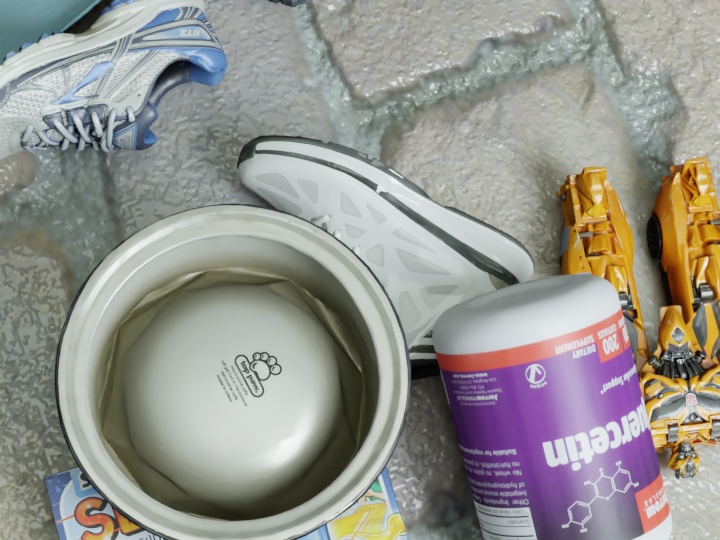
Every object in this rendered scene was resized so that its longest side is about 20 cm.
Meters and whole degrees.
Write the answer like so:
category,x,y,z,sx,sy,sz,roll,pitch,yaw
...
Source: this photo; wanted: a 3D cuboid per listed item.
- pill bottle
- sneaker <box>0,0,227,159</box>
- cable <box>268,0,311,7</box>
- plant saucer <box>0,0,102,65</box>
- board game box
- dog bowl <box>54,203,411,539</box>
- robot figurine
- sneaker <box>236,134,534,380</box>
category,x,y,z,sx,sy,sz,roll,pitch,yaw
pill bottle,0.117,0.109,0.975,0.112,0.112,0.200,-16,96,-12
sneaker,-0.170,-0.108,1.041,0.200,0.077,0.085,-34,84,-15
cable,-0.079,-0.277,1.115,0.200,0.051,0.163,29,73,3
plant saucer,-0.199,-0.185,1.063,0.200,0.019,0.070,-39,81,-1
board game box,-0.075,0.162,0.990,0.200,0.034,0.136,-15,76,-11
dog bowl,-0.074,0.067,0.960,0.200,0.074,0.201,2,73,-5
robot figurine,0.191,0.031,1.051,0.145,0.058,0.200,-6,74,-8
sneaker,0.000,0.000,1.028,0.200,0.076,0.116,26,70,-2
